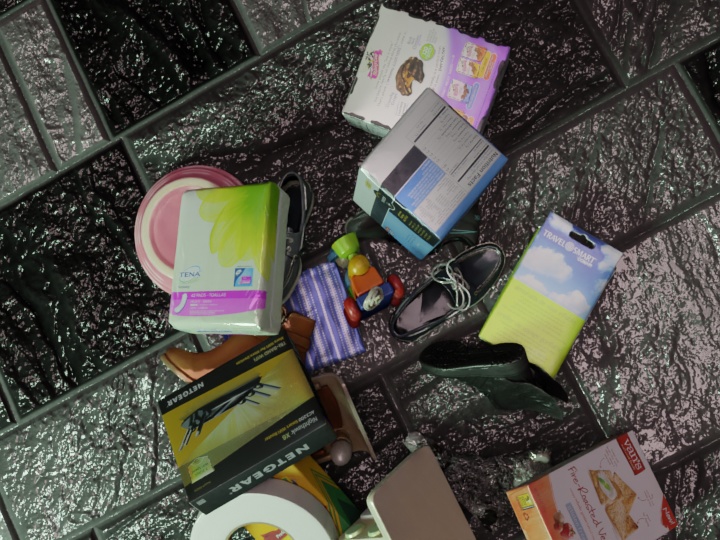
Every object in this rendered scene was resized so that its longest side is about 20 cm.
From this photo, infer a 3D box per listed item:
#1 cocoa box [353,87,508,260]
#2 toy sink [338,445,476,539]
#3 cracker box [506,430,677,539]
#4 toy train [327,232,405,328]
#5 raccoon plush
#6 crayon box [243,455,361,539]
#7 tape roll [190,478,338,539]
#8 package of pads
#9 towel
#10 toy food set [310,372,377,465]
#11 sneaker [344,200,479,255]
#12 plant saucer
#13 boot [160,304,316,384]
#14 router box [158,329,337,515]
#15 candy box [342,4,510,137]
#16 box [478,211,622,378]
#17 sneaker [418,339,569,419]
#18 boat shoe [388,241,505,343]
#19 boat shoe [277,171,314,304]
[{"bbox_3d":[0.081,-0.113,1.037,0.131,0.200,0.134,41,84,2],"label":"cocoa box"},{"bbox_3d":[0.060,0.354,1.080,0.111,0.130,0.202,-22,97,46],"label":"toy sink"},{"bbox_3d":[0.301,0.308,1.061,0.198,0.058,0.136,-17,76,-30],"label":"cracker box"},{"bbox_3d":[0.000,0.000,1.107,0.084,0.200,0.117,-27,80,-7],"label":"toy train"},{"bbox_3d":[0.171,0.257,1.126,0.200,0.097,0.134,44,84,9],"label":"raccoon plush"},{"bbox_3d":[-0.095,0.322,1.121,0.126,0.051,0.201,-35,106,18],"label":"crayon box"},{"bbox_3d":[-0.127,0.368,1.096,0.199,0.037,0.206,2,114,4],"label":"tape roll"},{"bbox_3d":[-0.181,-0.014,1.123,0.152,0.068,0.204,-1,77,25],"label":"package of pads"},{"bbox_3d":[-0.106,0.083,1.205,0.197,0.024,0.147,-20,84,5],"label":"towel"},{"bbox_3d":[-0.090,0.238,1.137,0.197,0.061,0.145,-20,119,5],"label":"toy food set"},{"bbox_3d":[0.075,-0.060,1.166,0.196,0.075,0.081,-8,87,7],"label":"sneaker"},{"bbox_3d":[-0.247,-0.058,1.221,0.197,0.051,0.205,-1,86,8],"label":"plant saucer"},{"bbox_3d":[-0.170,0.104,1.169,0.197,0.074,0.157,22,91,-7],"label":"boot"},{"bbox_3d":[-0.149,0.194,1.069,0.198,0.052,0.158,-30,54,-2],"label":"router box"},{"bbox_3d":[0.094,-0.263,1.180,0.197,0.072,0.170,21,89,8],"label":"candy box"},{"bbox_3d":[0.264,0.036,1.147,0.121,0.048,0.202,30,90,8],"label":"box"},{"bbox_3d":[0.181,0.153,1.136,0.197,0.060,0.105,-4,127,36],"label":"sneaker"},{"bbox_3d":[0.122,0.029,1.159,0.198,0.062,0.076,-34,82,4],"label":"boat shoe"},{"bbox_3d":[-0.114,-0.047,1.168,0.072,0.062,0.203,10,68,11],"label":"boat shoe"}]
